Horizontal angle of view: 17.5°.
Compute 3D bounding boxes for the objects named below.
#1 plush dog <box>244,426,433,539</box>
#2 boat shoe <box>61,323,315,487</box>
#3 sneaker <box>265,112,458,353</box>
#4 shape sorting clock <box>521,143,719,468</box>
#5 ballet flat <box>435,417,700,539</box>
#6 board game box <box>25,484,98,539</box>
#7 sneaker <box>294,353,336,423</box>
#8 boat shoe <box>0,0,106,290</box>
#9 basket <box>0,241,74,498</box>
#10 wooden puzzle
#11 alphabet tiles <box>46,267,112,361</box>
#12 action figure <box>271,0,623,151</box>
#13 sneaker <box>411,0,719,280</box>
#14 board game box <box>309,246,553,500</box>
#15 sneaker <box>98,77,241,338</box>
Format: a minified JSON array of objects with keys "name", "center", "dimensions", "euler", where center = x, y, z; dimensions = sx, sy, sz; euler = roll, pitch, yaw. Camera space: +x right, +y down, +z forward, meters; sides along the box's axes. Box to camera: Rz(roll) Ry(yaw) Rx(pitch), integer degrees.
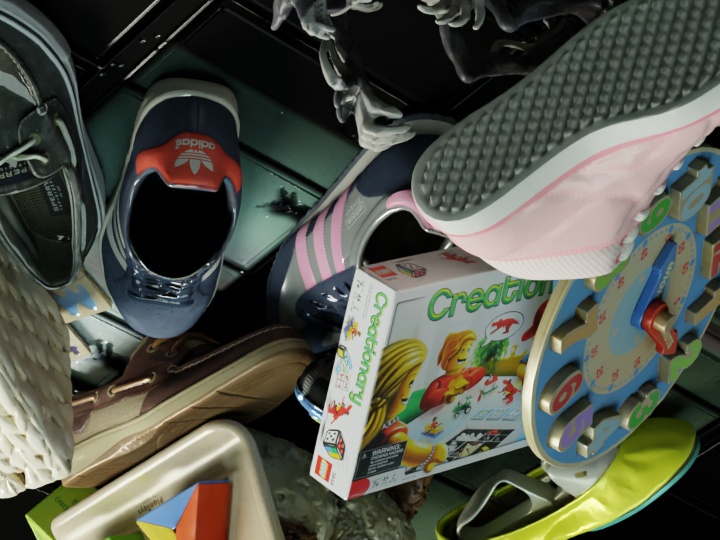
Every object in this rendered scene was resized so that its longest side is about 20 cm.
[{"name":"plush dog","center":[-0.043,0.160,1.469],"dimensions":[0.160,0.200,0.172],"euler":[-50,139,2]},{"name":"boat shoe","center":[-0.113,0.066,1.403],"dimensions":[0.200,0.072,0.072],"euler":[-30,158,37]},{"name":"sneaker","center":[0.000,0.000,1.324],"dimensions":[0.070,0.082,0.200],"euler":[15,137,-20]},{"name":"shape sorting clock","center":[0.156,0.022,1.305],"dimensions":[0.039,0.200,0.200],"euler":[26,149,27]},{"name":"ballet flat","center":[0.127,0.143,1.520],"dimensions":[0.067,0.067,0.200],"euler":[39,127,-22]},{"name":"board game box","center":[-0.127,0.225,1.505],"dimensions":[0.048,0.200,0.102],"euler":[-40,143,-19]},{"name":"sneaker","center":[0.048,0.042,1.362],"dimensions":[0.200,0.071,0.083],"euler":[-16,131,-27]},{"name":"boat shoe","center":[-0.178,-0.068,1.241],"dimensions":[0.072,0.071,0.200],"euler":[-12,138,10]},{"name":"basket","center":[-0.247,0.034,1.302],"dimensions":[0.123,0.136,0.200],"euler":[-14,138,7]},{"name":"wooden puzzle","center":[-0.108,0.212,1.390],"dimensions":[0.185,0.200,0.046],"euler":[-33,161,38]},{"name":"alphabet tiles","center":[-0.250,0.007,1.376],"dimensions":[0.166,0.006,0.200],"euler":[-17,137,17]},{"name":"action figure","center":[0.029,-0.128,1.164],"dimensions":[0.200,0.102,0.119],"euler":[9,140,-19]},{"name":"sneaker","center":[0.131,-0.064,1.165],"dimensions":[0.200,0.075,0.105],"euler":[-31,142,12]},{"name":"board game box","center":[0.065,0.045,1.285],"dimensions":[0.200,0.035,0.126],"euler":[-12,124,-43]},{"name":"sneaker","center":[-0.108,-0.012,1.301],"dimensions":[0.075,0.085,0.200],"euler":[3,140,-7]}]
